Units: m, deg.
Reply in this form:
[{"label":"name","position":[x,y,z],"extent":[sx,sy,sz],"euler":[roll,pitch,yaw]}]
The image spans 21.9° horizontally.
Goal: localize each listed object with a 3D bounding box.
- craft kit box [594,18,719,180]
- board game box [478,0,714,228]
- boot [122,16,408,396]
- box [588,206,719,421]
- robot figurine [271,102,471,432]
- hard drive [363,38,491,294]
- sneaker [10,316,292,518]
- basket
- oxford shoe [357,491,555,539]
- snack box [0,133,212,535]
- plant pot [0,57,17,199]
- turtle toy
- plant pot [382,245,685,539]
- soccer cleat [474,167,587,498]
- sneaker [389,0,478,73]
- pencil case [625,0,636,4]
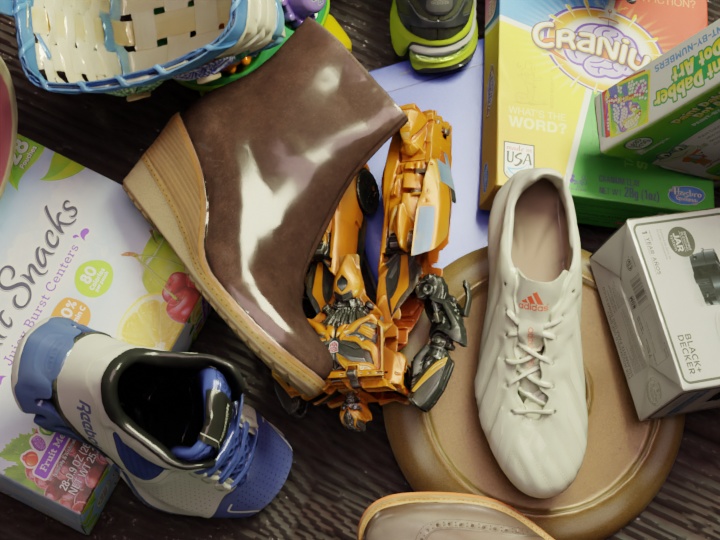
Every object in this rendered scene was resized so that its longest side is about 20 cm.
[{"label":"craft kit box","position":[0.281,-0.109,1.141],"extent":[0.196,0.199,0.049],"euler":[7,66,-35]},{"label":"board game box","position":[0.158,-0.130,1.246],"extent":[0.151,0.040,0.202],"euler":[7,67,-11]},{"label":"boot","position":[-0.035,-0.043,1.129],"extent":[0.166,0.072,0.200],"euler":[-38,69,-3]},{"label":"box","position":[0.257,0.020,1.177],"extent":[0.198,0.060,0.118],"euler":[-9,70,-23]},{"label":"robot figurine","position":[0.000,0.000,1.168],"extent":[0.144,0.058,0.202],"euler":[-6,68,29]},{"label":"hard drive","position":[0.058,-0.047,1.237],"extent":[0.131,0.025,0.202],"euler":[-17,72,-8]},{"label":"sneaker","position":[-0.100,0.097,1.083],"extent":[0.114,0.199,0.081],"euler":[8,70,45]},{"label":"basket","position":[-0.138,-0.179,1.095],"extent":[0.175,0.200,0.141],"euler":[-12,76,26]},{"label":"oxford shoe","position":[0.091,0.189,1.118],"extent":[0.198,0.073,0.072],"euler":[18,104,4]},{"label":"snack box","position":[-0.198,0.037,1.173],"extent":[0.167,0.068,0.201],"euler":[26,70,6]},{"label":"plant pot","position":[-0.315,-0.091,1.123],"extent":[0.177,0.200,0.202],"euler":[12,69,19]},{"label":"turtle toy","position":[-0.068,-0.197,1.245],"extent":[0.199,0.101,0.146],"euler":[-35,75,-14]},{"label":"plant pot","position":[0.113,0.078,1.176],"extent":[0.198,0.027,0.202],"euler":[1,81,-6]},{"label":"soccer cleat","position":[0.105,0.036,1.130],"extent":[0.068,0.078,0.202],"euler":[-1,80,-6]},{"label":"sneaker","position":[0.050,-0.237,1.268],"extent":[0.073,0.081,0.202],"euler":[-5,59,-5]},{"label":"pencil case","position":[0.121,-0.266,1.226],"extent":[0.199,0.092,0.085],"euler":[35,91,9]}]
